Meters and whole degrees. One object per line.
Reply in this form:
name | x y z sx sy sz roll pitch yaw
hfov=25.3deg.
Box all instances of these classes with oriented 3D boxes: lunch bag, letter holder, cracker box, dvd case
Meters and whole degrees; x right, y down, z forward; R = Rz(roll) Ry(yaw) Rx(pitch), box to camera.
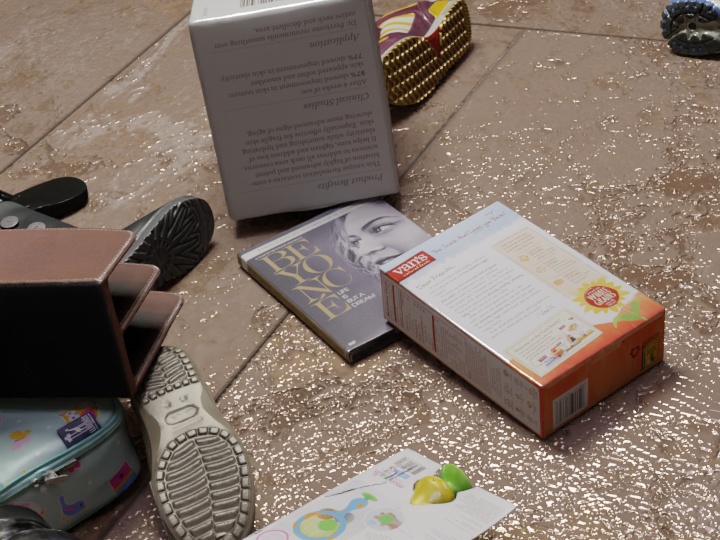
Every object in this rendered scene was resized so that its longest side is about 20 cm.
lunch bag | -0.274 0.129 1.235 0.159 0.078 0.199 -28 37 -25
letter holder | -0.252 0.017 1.235 0.197 0.102 0.143 -1 31 17
cracker box | 0.126 0.034 1.279 0.133 0.058 0.200 -28 43 -26
dvd case | 0.000 0.000 1.411 0.148 0.016 0.200 -26 36 -21

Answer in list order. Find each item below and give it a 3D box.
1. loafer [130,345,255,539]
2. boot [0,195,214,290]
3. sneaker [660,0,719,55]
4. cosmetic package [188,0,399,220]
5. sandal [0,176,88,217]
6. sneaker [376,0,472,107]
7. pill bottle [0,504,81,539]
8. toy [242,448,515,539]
loafer | -0.122 0.143 1.188 0.075 0.069 0.201 -17 47 -7
boot | -0.257 -0.028 1.487 0.198 0.066 0.165 10 37 35
sneaker | 0.412 -0.262 1.641 0.198 0.078 0.085 14 36 31
cosmetic package | -0.060 -0.181 1.517 0.165 0.202 0.167 -9 27 2
sandal | -0.362 -0.058 1.567 0.199 0.046 0.075 -27 37 -24
sneaker | 0.040 -0.228 1.699 0.089 0.076 0.200 4 29 33
pill bottle | -0.197 0.237 1.025 0.111 0.113 0.200 -26 36 -23
toy | -0.001 0.197 1.091 0.199 0.048 0.115 -29 35 -32
